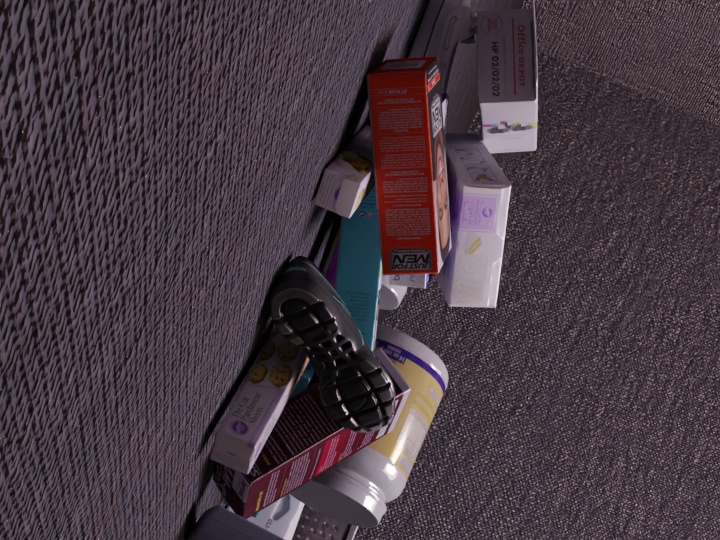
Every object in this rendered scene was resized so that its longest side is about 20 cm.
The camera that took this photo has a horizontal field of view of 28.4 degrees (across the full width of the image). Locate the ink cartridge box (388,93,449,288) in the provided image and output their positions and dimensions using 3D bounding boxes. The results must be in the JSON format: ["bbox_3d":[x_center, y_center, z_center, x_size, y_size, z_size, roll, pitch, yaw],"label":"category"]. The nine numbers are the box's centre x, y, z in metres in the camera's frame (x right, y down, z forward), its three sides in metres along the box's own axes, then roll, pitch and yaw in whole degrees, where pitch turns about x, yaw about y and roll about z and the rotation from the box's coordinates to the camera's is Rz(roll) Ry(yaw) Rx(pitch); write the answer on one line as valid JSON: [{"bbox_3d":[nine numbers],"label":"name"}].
[{"bbox_3d":[0.064,-0.090,1.564,0.094,0.044,0.201,-56,151,-71],"label":"ink cartridge box"}]

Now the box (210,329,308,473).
[{"bbox_3d":[-0.089,0.114,1.386,0.200,0.041,0.039,-60,171,-52],"label":"box"}]

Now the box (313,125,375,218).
[{"bbox_3d":[-0.002,-0.102,1.436,0.200,0.039,0.042,-56,168,-69],"label":"box"}]

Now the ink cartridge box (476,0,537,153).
[{"bbox_3d":[0.169,-0.223,1.634,0.200,0.068,0.116,69,19,-73],"label":"ink cartridge box"}]

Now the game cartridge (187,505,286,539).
[{"bbox_3d":[-0.120,0.311,1.505,0.200,0.133,0.042,103,10,-62],"label":"game cartridge"}]

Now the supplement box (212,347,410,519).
[{"bbox_3d":[-0.051,0.169,1.473,0.200,0.061,0.109,-29,159,-25],"label":"supplement box"}]

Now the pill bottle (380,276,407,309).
[{"bbox_3d":[0.052,-0.052,1.892,0.112,0.112,0.200,104,10,-65],"label":"pill bottle"}]

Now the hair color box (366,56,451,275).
[{"bbox_3d":[0.050,-0.105,1.421,0.102,0.061,0.201,-57,144,-70],"label":"hair color box"}]

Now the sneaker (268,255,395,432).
[{"bbox_3d":[-0.020,0.071,1.387,0.079,0.075,0.200,-88,154,-57],"label":"sneaker"}]

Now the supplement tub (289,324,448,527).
[{"bbox_3d":[0.003,0.178,1.639,0.145,0.145,0.200,104,10,-66],"label":"supplement tub"}]

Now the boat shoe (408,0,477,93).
[{"bbox_3d":[0.106,-0.283,1.653,0.074,0.065,0.201,-56,167,-67],"label":"boat shoe"}]

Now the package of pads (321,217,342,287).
[{"bbox_3d":[0.021,-0.072,1.713,0.200,0.068,0.155,-63,175,-50],"label":"package of pads"}]

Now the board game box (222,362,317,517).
[{"bbox_3d":[-0.093,0.170,1.697,0.151,0.047,0.201,-58,169,-66],"label":"board game box"}]

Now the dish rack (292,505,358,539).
[{"bbox_3d":[-0.085,0.365,1.980,0.200,0.171,0.044,-66,153,-23],"label":"dish rack"}]

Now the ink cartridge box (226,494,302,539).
[{"bbox_3d":[-0.137,0.347,1.833,0.200,0.084,0.144,110,6,-47],"label":"ink cartridge box"}]

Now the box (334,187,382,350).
[{"bbox_3d":[0.000,0.000,1.551,0.082,0.049,0.201,-56,152,-85],"label":"box"}]

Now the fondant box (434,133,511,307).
[{"bbox_3d":[0.118,-0.062,1.632,0.200,0.058,0.145,-109,-157,-67],"label":"fondant box"}]
